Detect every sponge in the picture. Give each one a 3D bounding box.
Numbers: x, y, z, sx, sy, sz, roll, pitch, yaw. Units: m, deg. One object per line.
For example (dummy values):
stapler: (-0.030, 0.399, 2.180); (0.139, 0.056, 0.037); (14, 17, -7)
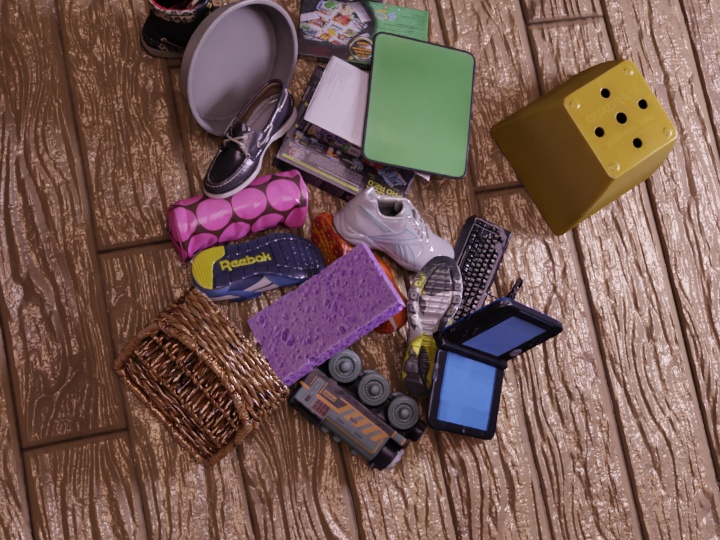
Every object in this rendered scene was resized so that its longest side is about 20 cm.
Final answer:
sponge: (-0.048, 0.059, 1.453); (0.199, 0.030, 0.112); (-34, 60, 7)

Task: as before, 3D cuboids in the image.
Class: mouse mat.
mouse mat: (0.085, -0.236, 1.518); (0.160, 0.008, 0.201); (10, 76, -14)

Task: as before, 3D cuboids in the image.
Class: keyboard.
keyboard: (0.181, 0.028, 1.583); (0.127, 0.021, 0.201); (26, 76, -8)

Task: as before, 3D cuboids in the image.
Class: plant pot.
plant pot: (0.349, -0.199, 1.583); (0.199, 0.176, 0.201); (-32, 89, -16)

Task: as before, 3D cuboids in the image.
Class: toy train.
toy train: (-0.006, 0.189, 1.482); (0.200, 0.085, 0.114); (39, 86, -6)

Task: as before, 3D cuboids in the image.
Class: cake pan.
cake pan: (-0.172, -0.285, 1.481); (0.037, 0.201, 0.200); (33, 70, 32)

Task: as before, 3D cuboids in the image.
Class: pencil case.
pencil case: (-0.169, -0.074, 1.485); (0.199, 0.091, 0.094); (-16, 124, -16)

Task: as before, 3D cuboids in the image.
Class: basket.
basket: (-0.211, 0.143, 1.404); (0.149, 0.143, 0.200); (-41, 91, -17)

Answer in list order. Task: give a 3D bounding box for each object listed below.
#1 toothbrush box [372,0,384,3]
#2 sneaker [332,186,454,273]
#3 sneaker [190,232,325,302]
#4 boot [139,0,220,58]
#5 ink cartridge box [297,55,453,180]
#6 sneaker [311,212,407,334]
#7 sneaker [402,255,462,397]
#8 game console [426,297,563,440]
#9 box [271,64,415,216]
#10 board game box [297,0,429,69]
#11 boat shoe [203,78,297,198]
toothbrush box: (0.022, -0.525, 1.580); (0.085, 0.146, 0.201); (7, 79, -12)
sneaker: (0.062, -0.055, 1.514); (0.199, 0.080, 0.071); (21, 39, -30)
sneaker: (-0.146, -0.001, 1.485); (0.199, 0.082, 0.074); (-6, 66, -24)
boot: (-0.206, -0.354, 1.489); (0.202, 0.154, 0.074); (-5, 80, -13)
ink cartridge box: (0.022, -0.211, 1.527); (0.199, 0.050, 0.109); (26, 73, -8)
sneaker: (0.000, 0.000, 1.530); (0.077, 0.073, 0.201); (-36, 91, -41)
sneaker: (0.095, 0.077, 1.511); (0.074, 0.085, 0.201); (13, 89, 2)
game console: (0.189, 0.140, 1.466); (0.170, 0.200, 0.119); (-30, 63, 24)
box: (-0.008, -0.186, 1.564); (0.199, 0.044, 0.161); (24, 76, -8)
board game box: (0.004, -0.357, 1.609); (0.199, 0.023, 0.106); (7, 76, -11)
boat shoe: (-0.156, -0.184, 1.471); (0.074, 0.060, 0.200); (23, 60, 27)
